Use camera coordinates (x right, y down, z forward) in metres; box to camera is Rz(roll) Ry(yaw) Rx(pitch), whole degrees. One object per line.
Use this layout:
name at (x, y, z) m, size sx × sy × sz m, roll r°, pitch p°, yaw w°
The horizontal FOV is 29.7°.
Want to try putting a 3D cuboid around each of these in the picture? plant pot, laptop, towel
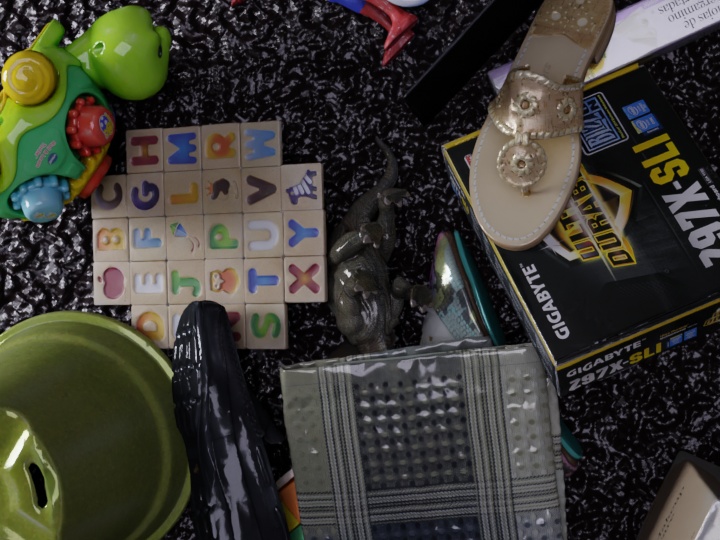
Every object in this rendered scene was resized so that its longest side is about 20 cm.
plant pot at (-0.235, 0.140, 0.957) m, size 0.199 × 0.184 × 0.202 m, roll 1°, pitch 96°, yaw 10°
laptop at (0.072, -0.216, 0.924) m, size 0.115 × 0.187 × 0.201 m, roll -12°, pitch 89°, yaw 6°
towel at (0.048, 0.148, 0.960) m, size 0.191 × 0.035 × 0.201 m, roll -6°, pitch 101°, yaw 10°

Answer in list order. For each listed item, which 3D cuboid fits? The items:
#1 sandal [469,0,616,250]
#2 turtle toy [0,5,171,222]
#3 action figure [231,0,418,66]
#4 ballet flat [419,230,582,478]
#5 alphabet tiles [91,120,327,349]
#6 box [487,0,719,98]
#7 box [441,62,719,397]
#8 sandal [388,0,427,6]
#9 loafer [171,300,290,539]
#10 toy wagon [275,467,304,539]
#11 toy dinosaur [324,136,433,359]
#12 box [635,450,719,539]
sandal at (0.118, -0.123, 0.916) m, size 0.077 × 0.070 × 0.213 m, roll 12°, pitch 68°, yaw 25°
turtle toy at (-0.220, -0.114, 0.997) m, size 0.101 × 0.146 × 0.200 m, roll 34°, pitch 94°, yaw -14°
action figure at (-0.063, -0.215, 1.000) m, size 0.200 × 0.065 × 0.099 m, roll 44°, pitch 82°, yaw 5°
ballet flat at (0.087, 0.071, 0.989) m, size 0.071 × 0.069 × 0.201 m, roll -29°, pitch 90°, yaw 13°
alphabet tiles at (-0.116, -0.025, 1.012) m, size 0.199 × 0.006 × 0.167 m, roll -1°, pitch 91°, yaw 24°
box at (0.189, -0.165, 0.985) m, size 0.199 × 0.041 × 0.039 m, roll -24°, pitch 87°, yaw 6°
box at (0.166, -0.033, 0.929) m, size 0.159 × 0.049 × 0.201 m, roll -21°, pitch 56°, yaw -2°
sandal at (0.020, -0.271, 0.994) m, size 0.079 × 0.059 × 0.207 m, roll -34°, pitch 62°, yaw 12°
loafer at (-0.092, 0.120, 0.981) m, size 0.070 × 0.068 × 0.202 m, roll -7°, pitch 83°, yaw -27°
toy wagon at (0.003, 0.182, 1.010) m, size 0.200 × 0.040 × 0.155 m, roll -40°, pitch 86°, yaw 6°
toy dinosaur at (0.000, 0.000, 0.987) m, size 0.077 × 0.102 × 0.201 m, roll -1°, pitch 70°, yaw -30°
box at (0.238, 0.189, 0.900) m, size 0.077 × 0.200 × 0.095 m, roll 25°, pitch 93°, yaw 6°
